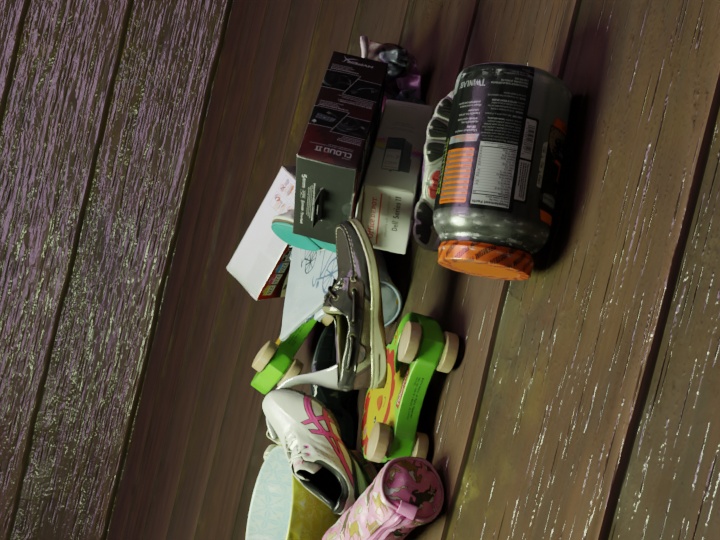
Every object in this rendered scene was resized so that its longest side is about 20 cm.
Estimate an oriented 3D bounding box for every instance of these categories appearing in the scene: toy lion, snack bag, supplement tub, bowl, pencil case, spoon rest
[{"bbox_3d":[-0.109,0.109,1.675,0.201,0.068,0.192,-57,5,-29],"label":"toy lion"},{"bbox_3d":[-0.054,-0.011,1.492,0.200,0.021,0.190,-42,34,47],"label":"snack bag"},{"bbox_3d":[0.046,0.145,1.319,0.192,0.068,0.202,-124,49,-75],"label":"toy lion"},{"bbox_3d":[0.141,-0.098,1.093,0.122,0.122,0.202,171,111,-70],"label":"supplement tub"},{"bbox_3d":[-0.077,0.344,1.454,0.200,0.107,0.202,-167,90,-71],"label":"bowl"},{"bbox_3d":[0.000,0.000,1.496,0.200,0.082,0.091,-109,23,-56],"label":"pencil case"},{"bbox_3d":[-0.049,0.150,1.448,0.199,0.061,0.099,-36,-10,13],"label":"spoon rest"},{"bbox_3d":[0.023,0.290,1.244,0.200,0.082,0.087,-57,43,44],"label":"pencil case"}]

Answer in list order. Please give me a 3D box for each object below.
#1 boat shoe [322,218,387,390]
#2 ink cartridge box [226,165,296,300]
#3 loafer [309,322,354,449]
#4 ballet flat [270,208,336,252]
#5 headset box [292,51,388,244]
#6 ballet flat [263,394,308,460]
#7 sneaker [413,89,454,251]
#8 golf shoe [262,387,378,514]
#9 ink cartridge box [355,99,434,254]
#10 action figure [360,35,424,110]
[{"bbox_3d":[-0.012,0.040,1.251,0.073,0.064,0.202,150,112,-72],"label":"boat shoe"},{"bbox_3d":[-0.089,-0.061,1.703,0.084,0.175,0.201,44,117,25],"label":"ink cartridge box"},{"bbox_3d":[-0.045,0.174,1.535,0.072,0.072,0.202,133,147,-63],"label":"loafer"},{"bbox_3d":[-0.055,-0.062,1.447,0.200,0.069,0.070,10,88,63],"label":"ballet flat"},{"bbox_3d":[-0.027,-0.141,1.320,0.149,0.077,0.201,98,-172,-55],"label":"headset box"},{"bbox_3d":[-0.108,0.261,1.607,0.068,0.067,0.201,-70,-9,-60],"label":"ballet flat"},{"bbox_3d":[0.100,-0.126,1.307,0.083,0.080,0.201,-117,44,-73],"label":"sneaker"},{"bbox_3d":[-0.061,0.225,1.367,0.200,0.092,0.073,43,113,22],"label":"golf shoe"},{"bbox_3d":[0.041,-0.105,1.362,0.118,0.067,0.201,95,-172,-51],"label":"ink cartridge box"},{"bbox_3d":[0.006,-0.262,1.572,0.199,0.148,0.135,13,94,56],"label":"action figure"}]
